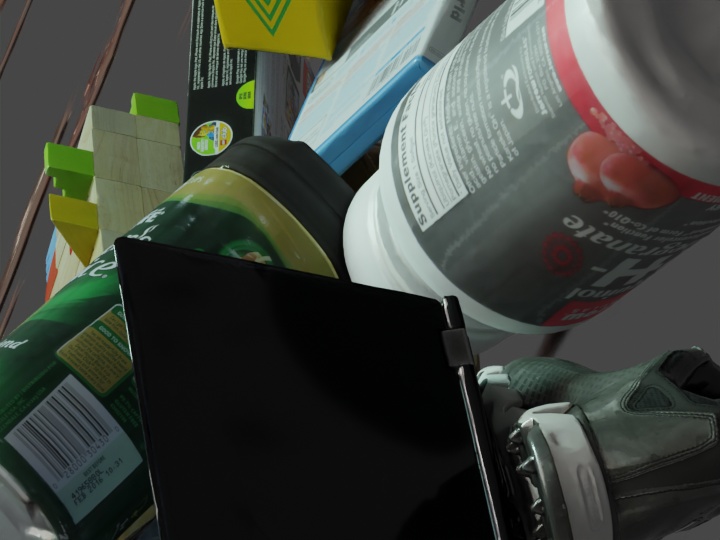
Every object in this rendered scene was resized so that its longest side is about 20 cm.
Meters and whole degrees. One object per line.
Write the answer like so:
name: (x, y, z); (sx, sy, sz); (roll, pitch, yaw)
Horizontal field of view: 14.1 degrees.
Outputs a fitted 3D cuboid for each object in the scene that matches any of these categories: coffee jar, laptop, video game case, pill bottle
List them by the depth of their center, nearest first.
laptop: (-0.005, 0.110, 0.959); (0.200, 0.115, 0.188); (88, 172, -59)
pill bottle: (0.075, -0.044, 1.054); (0.200, 0.110, 0.111); (-40, 37, 51)
coffee jar: (-0.082, 0.034, 1.117); (0.200, 0.085, 0.104); (-42, -2, -33)
video game case: (0.026, -0.128, 1.290); (0.143, 0.018, 0.201); (-40, 22, 51)

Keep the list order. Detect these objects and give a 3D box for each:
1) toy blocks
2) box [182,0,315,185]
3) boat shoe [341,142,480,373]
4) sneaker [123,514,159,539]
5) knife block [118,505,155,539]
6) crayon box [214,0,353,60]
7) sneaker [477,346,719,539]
toy blocks: (-0.133, 0.012, 1.530); (0.200, 0.099, 0.137); (-102, 27, -56)
box: (-0.050, -0.045, 1.359); (0.110, 0.035, 0.201); (69, -163, -49)
boat shoe: (0.000, 0.000, 1.250); (0.071, 0.064, 0.200); (-60, 25, 24)
sneaker: (-0.045, 0.112, 1.143); (0.200, 0.073, 0.112); (-41, -3, 22)
knife block: (-0.072, 0.118, 1.278); (0.200, 0.176, 0.064); (-36, 39, 9)
crayon box: (-0.023, -0.227, 1.323); (0.173, 0.058, 0.201); (80, -159, -43)
sneaker: (0.090, 0.061, 1.001); (0.200, 0.090, 0.067); (-145, 41, -85)
